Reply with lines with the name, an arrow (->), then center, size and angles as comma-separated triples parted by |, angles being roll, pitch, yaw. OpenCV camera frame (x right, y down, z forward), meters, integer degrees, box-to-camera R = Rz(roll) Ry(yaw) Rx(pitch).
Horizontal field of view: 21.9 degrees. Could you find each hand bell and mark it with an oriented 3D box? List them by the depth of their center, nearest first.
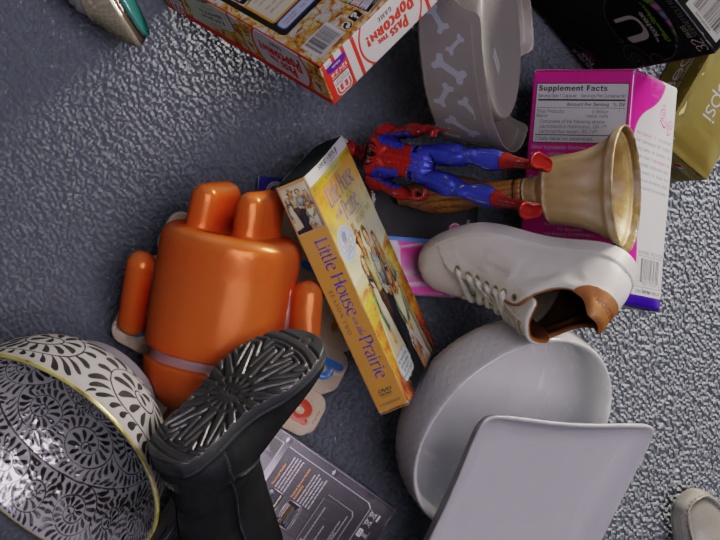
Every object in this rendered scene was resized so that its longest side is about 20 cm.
hand bell -> 0.126, -0.066, 1.552 | 0.104, 0.199, 0.105 | 0, 90, -68

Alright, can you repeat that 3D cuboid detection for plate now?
plate -> 0.137, 0.205, 1.595 | 0.199, 0.032, 0.200 | 7, 116, -36

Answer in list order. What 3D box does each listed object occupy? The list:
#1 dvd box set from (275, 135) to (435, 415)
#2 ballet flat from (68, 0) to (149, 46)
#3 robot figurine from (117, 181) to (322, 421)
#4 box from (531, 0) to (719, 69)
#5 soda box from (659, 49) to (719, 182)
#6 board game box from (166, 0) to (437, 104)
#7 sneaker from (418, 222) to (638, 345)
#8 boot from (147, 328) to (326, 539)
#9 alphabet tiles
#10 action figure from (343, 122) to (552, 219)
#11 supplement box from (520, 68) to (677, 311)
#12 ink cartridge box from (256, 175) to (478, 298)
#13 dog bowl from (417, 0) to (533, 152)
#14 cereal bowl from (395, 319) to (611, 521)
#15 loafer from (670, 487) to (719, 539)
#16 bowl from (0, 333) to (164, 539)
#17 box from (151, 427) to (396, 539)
dvd box set -> 0.000, 0.000, 1.509 | 0.029, 0.146, 0.201 | -21, 101, 17
ballet flat -> -0.238, -0.261, 1.487 | 0.062, 0.067, 0.201 | -26, 98, 7
robot figurine -> -0.112, 0.032, 1.471 | 0.143, 0.117, 0.201 | 6, 98, -22
box -> 0.244, -0.269, 1.613 | 0.124, 0.200, 0.149 | -47, 107, -17
soda box -> 0.326, -0.180, 1.722 | 0.064, 0.068, 0.201 | 36, 77, -20
board game box -> -0.045, -0.237, 1.495 | 0.152, 0.200, 0.046 | -45, 145, -16
sneaker -> 0.122, 0.014, 1.525 | 0.085, 0.199, 0.073 | -59, 136, -33
boot -> -0.079, 0.161, 1.432 | 0.165, 0.066, 0.201 | -37, 137, -25
alphabet tiles -> -0.098, 0.045, 1.543 | 0.195, 0.015, 0.201 | 28, 90, -17
action figure -> 0.058, -0.087, 1.534 | 0.052, 0.199, 0.066 | 5, 96, -54
supplement box -> 0.208, -0.071, 1.633 | 0.101, 0.103, 0.201 | 10, 85, -59
ink cartridge box -> 0.006, -0.028, 1.600 | 0.199, 0.037, 0.095 | 4, 89, -22
dog bowl -> 0.098, -0.198, 1.567 | 0.058, 0.200, 0.201 | -2, 91, 18
cereal bowl -> 0.113, 0.122, 1.601 | 0.199, 0.083, 0.201 | -16, 127, -22
loafer -> 0.355, 0.290, 1.733 | 0.070, 0.070, 0.200 | -37, 104, -19
bowl -> -0.218, 0.117, 1.439 | 0.201, 0.200, 0.094 | 53, 46, -15
box -> -0.090, 0.234, 1.536 | 0.158, 0.048, 0.200 | 36, 84, -19
